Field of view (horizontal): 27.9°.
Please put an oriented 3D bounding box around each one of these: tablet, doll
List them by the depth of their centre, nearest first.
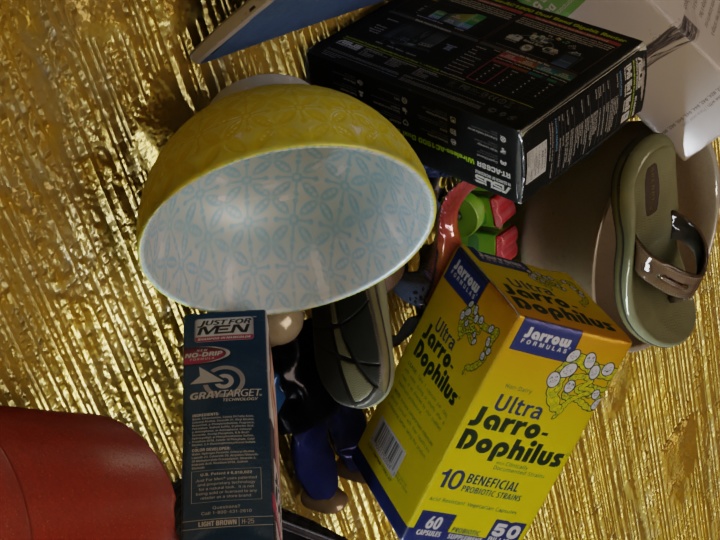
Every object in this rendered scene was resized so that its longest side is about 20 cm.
[{"bbox_3d":[-0.012,-0.194,0.982,0.200,0.130,0.014,-28,91,-41],"label":"tablet"},{"bbox_3d":[-0.041,0.101,1.116,0.136,0.048,0.200,-38,131,-27],"label":"doll"}]

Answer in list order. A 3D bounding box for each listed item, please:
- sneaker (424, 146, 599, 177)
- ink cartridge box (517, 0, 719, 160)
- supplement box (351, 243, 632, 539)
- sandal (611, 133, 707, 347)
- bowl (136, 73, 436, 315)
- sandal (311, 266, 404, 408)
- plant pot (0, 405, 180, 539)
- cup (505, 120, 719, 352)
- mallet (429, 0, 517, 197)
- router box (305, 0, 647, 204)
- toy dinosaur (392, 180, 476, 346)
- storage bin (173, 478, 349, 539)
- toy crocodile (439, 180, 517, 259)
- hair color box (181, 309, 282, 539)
[{"bbox_3d":[0.088,-0.123,1.133,0.199,0.078,0.070,-2,153,-15],"label":"sneaker"},{"bbox_3d":[0.233,-0.207,1.170,0.200,0.084,0.146,43,37,-10],"label":"ink cartridge box"},{"bbox_3d":[0.095,0.100,1.090,0.109,0.110,0.200,14,112,-30],"label":"supplement box"},{"bbox_3d":[0.244,-0.015,1.157,0.080,0.057,0.201,-42,134,-30],"label":"sandal"},{"bbox_3d":[-0.057,-0.065,0.967,0.200,0.200,0.108,31,38,-51],"label":"bowl"},{"bbox_3d":[-0.001,0.001,1.073,0.057,0.080,0.202,3,83,-48],"label":"sandal"},{"bbox_3d":[-0.219,0.159,0.833,0.195,0.200,0.201,6,100,-58],"label":"plant pot"},{"bbox_3d":[0.202,-0.045,1.268,0.200,0.143,0.201,-22,121,-42],"label":"cup"},{"bbox_3d":[0.096,-0.157,1.186,0.066,0.041,0.200,-3,111,-46],"label":"mallet"},{"bbox_3d":[0.082,-0.136,1.043,0.150,0.200,0.062,-36,137,-34],"label":"router box"},{"bbox_3d":[0.054,0.038,1.133,0.105,0.200,0.182,-24,92,-24],"label":"toy dinosaur"},{"bbox_3d":[-0.077,0.251,1.102,0.200,0.094,0.135,33,80,-50],"label":"storage bin"},{"bbox_3d":[0.106,-0.018,1.221,0.067,0.062,0.200,-39,133,-50],"label":"toy crocodile"},{"bbox_3d":[-0.084,0.131,0.961,0.060,0.200,0.100,-4,134,-3],"label":"hair color box"}]
